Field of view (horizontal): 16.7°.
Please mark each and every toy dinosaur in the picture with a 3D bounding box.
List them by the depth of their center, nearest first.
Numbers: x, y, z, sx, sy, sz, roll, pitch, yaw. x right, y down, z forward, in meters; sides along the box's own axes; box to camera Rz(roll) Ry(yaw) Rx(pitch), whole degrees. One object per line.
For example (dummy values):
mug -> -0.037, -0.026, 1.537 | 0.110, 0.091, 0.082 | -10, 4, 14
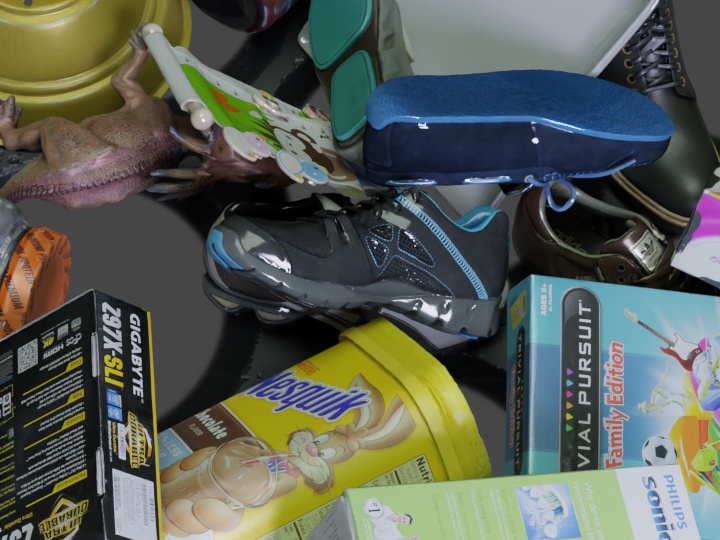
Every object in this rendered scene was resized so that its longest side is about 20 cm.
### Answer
toy dinosaur -> -0.153, -0.070, 1.537 | 0.200, 0.086, 0.136 | -25, 39, -11

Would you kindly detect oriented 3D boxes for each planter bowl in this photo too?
planter bowl -> -0.214, -0.187, 1.635 | 0.200, 0.083, 0.201 | 1, 59, -1

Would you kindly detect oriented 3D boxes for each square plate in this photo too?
square plate -> 0.076, -0.164, 1.600 | 0.200, 0.028, 0.198 | 48, 114, 25

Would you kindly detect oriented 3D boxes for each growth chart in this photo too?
growth chart -> -0.051, -0.090, 1.526 | 0.018, 0.200, 0.145 | -54, 43, 15

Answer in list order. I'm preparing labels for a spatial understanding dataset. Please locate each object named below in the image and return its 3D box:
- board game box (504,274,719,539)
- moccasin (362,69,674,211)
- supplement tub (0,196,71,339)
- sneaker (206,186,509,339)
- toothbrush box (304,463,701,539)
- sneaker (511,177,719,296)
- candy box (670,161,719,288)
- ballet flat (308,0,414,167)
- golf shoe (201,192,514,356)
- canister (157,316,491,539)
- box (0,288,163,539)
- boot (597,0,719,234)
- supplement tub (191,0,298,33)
board game box -> 0.187, 0.090, 1.462 | 0.200, 0.047, 0.151 | 6, 72, -15
moccasin -> 0.092, -0.082, 1.506 | 0.200, 0.068, 0.081 | 3, 35, -17
supplement tub -> -0.287, -0.001, 1.502 | 0.200, 0.123, 0.123 | 15, 60, 6
sneaker -> 0.000, -0.016, 1.461 | 0.200, 0.073, 0.082 | 11, 96, -32
toothbrush box -> 0.068, 0.176, 1.331 | 0.200, 0.146, 0.086 | -3, 63, -24
sneaker -> 0.178, 0.011, 1.537 | 0.200, 0.076, 0.070 | 34, 64, 17
candy box -> 0.286, -0.040, 1.524 | 0.136, 0.061, 0.200 | 25, 33, 8
ballet flat -> 0.008, -0.128, 1.580 | 0.064, 0.067, 0.200 | 33, 30, -30
golf shoe -> 0.000, 0.000, 1.528 | 0.200, 0.095, 0.078 | 5, 59, -1
canister -> -0.044, 0.118, 1.434 | 0.200, 0.087, 0.149 | -26, 24, -13
box -> -0.201, 0.121, 1.408 | 0.200, 0.049, 0.160 | -28, 55, 32
boot -> 0.186, -0.136, 1.586 | 0.077, 0.138, 0.200 | -21, 64, -16
supplement tub -> -0.038, -0.260, 1.670 | 0.107, 0.107, 0.200 | 36, 65, 18
